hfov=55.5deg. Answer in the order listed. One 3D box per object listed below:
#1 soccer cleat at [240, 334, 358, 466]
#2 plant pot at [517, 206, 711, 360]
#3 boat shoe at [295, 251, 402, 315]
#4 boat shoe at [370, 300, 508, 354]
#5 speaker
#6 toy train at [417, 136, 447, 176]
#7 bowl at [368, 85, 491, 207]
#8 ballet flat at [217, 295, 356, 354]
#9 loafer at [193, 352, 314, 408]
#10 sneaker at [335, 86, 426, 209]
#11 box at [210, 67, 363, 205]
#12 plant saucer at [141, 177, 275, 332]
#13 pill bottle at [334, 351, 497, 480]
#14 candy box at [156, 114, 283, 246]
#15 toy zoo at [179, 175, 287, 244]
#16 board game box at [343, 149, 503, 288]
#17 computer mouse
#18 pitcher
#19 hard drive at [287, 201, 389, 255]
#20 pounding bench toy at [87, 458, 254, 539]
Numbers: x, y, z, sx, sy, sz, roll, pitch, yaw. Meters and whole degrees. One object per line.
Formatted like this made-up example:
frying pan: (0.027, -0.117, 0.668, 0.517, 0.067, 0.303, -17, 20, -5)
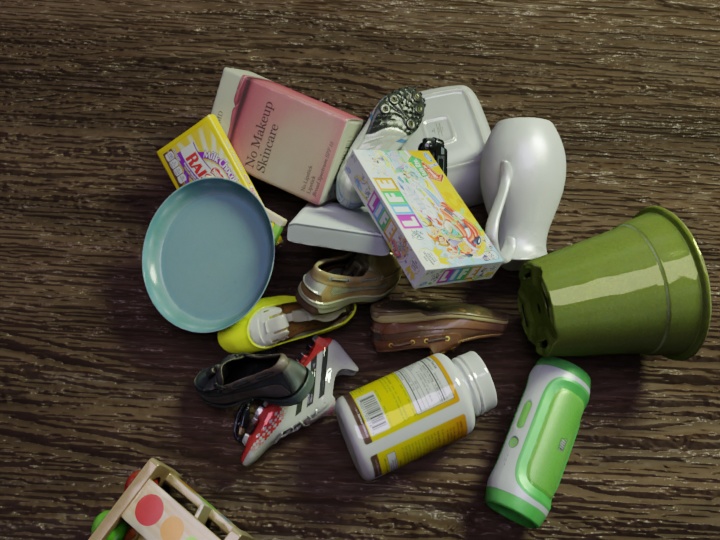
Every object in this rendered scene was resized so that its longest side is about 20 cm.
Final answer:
soccer cleat: (-0.079, 0.178, 0.894, 0.084, 0.069, 0.201, 36, 64, 1)
plant pot: (0.311, 0.033, 0.891, 0.184, 0.201, 0.205, -10, 68, -7)
boat shoe: (0.000, 0.000, 0.917, 0.071, 0.077, 0.198, 38, 33, 21)
boat shoe: (0.107, 0.082, 0.947, 0.194, 0.072, 0.070, 1, 100, -10)
speaker: (0.230, 0.218, 0.879, 0.087, 0.089, 0.203, 25, 69, 8)
toy train: (0.106, -0.087, 0.983, 0.045, 0.034, 0.206, -2, 97, -20)
bowl: (0.115, -0.194, 1.050, 0.194, 0.075, 0.205, -12, 70, -6)
ballet flat: (-0.092, 0.065, 0.914, 0.195, 0.067, 0.069, -12, 92, -24)
loafer: (-0.146, 0.128, 0.863, 0.196, 0.063, 0.073, -7, 43, 37)
sneaker: (0.025, -0.179, 0.986, 0.071, 0.072, 0.202, 35, 80, -11)
box: (-0.112, -0.195, 0.997, 0.196, 0.109, 0.131, 23, 105, 8)
plant saucer: (-0.198, -0.020, 0.905, 0.194, 0.027, 0.206, -2, 82, 17)
pill bottle: (0.072, 0.178, 0.877, 0.196, 0.110, 0.111, -22, 70, -10)
candy box: (-0.199, -0.104, 0.968, 0.101, 0.026, 0.203, -28, 94, 15)
toy zoo: (-0.199, -0.010, 0.947, 0.129, 0.020, 0.204, 28, 99, 8)
board game box: (0.078, -0.072, 0.868, 0.132, 0.035, 0.202, -6, 53, -36)
computer mouse: (-0.143, 0.130, 0.931, 0.057, 0.034, 0.205, 4, 68, -1)
pitcher: (0.213, -0.105, 0.938, 0.118, 0.170, 0.206, 2, 89, 31)
hard drive: (-0.022, -0.063, 0.936, 0.128, 0.200, 0.027, 8, 105, 1)
pounding bench toy: (-0.248, 0.347, 0.791, 0.154, 0.125, 0.202, 33, 71, 12)
